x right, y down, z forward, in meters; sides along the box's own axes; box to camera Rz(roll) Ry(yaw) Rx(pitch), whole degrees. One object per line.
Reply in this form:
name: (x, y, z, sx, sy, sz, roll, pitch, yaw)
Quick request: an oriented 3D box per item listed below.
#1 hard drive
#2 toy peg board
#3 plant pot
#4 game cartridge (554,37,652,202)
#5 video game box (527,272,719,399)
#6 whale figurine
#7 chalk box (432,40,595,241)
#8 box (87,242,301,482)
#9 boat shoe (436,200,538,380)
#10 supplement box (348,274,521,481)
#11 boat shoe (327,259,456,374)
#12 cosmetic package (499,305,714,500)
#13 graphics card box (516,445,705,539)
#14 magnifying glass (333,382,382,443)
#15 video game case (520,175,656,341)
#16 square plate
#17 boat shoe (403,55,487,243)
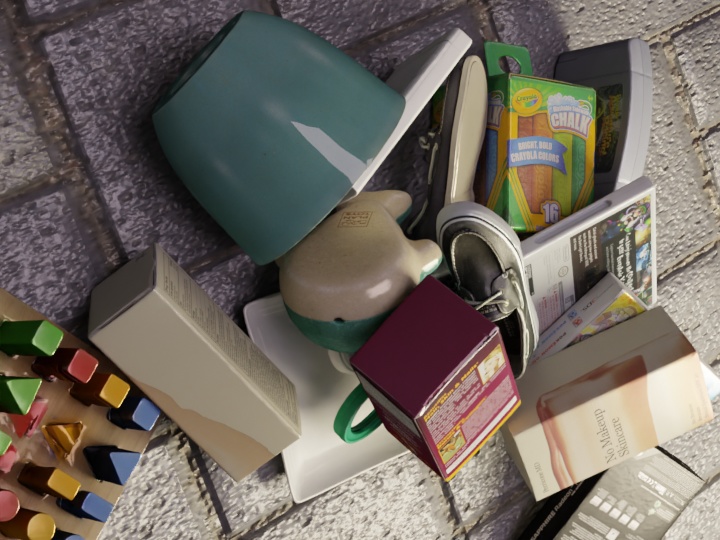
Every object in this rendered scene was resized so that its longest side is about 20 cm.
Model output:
hard drive: (0.017, -0.137, 1.542, 0.027, 0.132, 0.200, 42, 65, -12)
toy peg board: (-0.263, 0.147, 1.355, 0.199, 0.098, 0.200, 38, 69, -29)
plant pot: (-0.086, -0.132, 1.438, 0.161, 0.201, 0.201, 41, 66, -13)
game cartridge: (0.249, -0.143, 1.709, 0.041, 0.133, 0.200, 13, 81, -36)
video game box: (0.257, 0.122, 1.699, 0.182, 0.047, 0.200, -42, 124, 12)
whale figurine: (0.000, 0.000, 1.519, 0.200, 0.159, 0.104, -75, 159, -55)
chalk box: (0.155, -0.133, 1.646, 0.124, 0.124, 0.200, 2, 88, -36)
box: (-0.145, 0.081, 1.431, 0.078, 0.095, 0.200, -36, 114, 12)
boat shoe: (0.126, 0.023, 1.525, 0.071, 0.072, 0.200, -82, 150, -47)
supplement box: (0.072, 0.102, 1.483, 0.110, 0.086, 0.200, -46, 156, -10)
boat shoe: (0.057, 0.040, 1.571, 0.200, 0.068, 0.072, -26, 103, -35)
cosmetic package: (0.238, 0.132, 1.618, 0.200, 0.087, 0.103, -25, 127, -2)
graphics card box: (0.256, 0.265, 1.710, 0.125, 0.051, 0.200, 33, 97, -30)
magnifying glass: (0.048, 0.103, 1.570, 0.200, 0.022, 0.080, -34, 152, -37)
video game case: (0.221, 0.011, 1.651, 0.182, 0.023, 0.200, -28, 143, -10)
square plate: (-0.015, 0.099, 1.578, 0.200, 0.028, 0.198, -20, 101, -34)
boat shoe: (0.078, -0.111, 1.571, 0.073, 0.063, 0.200, -18, 117, -62)
